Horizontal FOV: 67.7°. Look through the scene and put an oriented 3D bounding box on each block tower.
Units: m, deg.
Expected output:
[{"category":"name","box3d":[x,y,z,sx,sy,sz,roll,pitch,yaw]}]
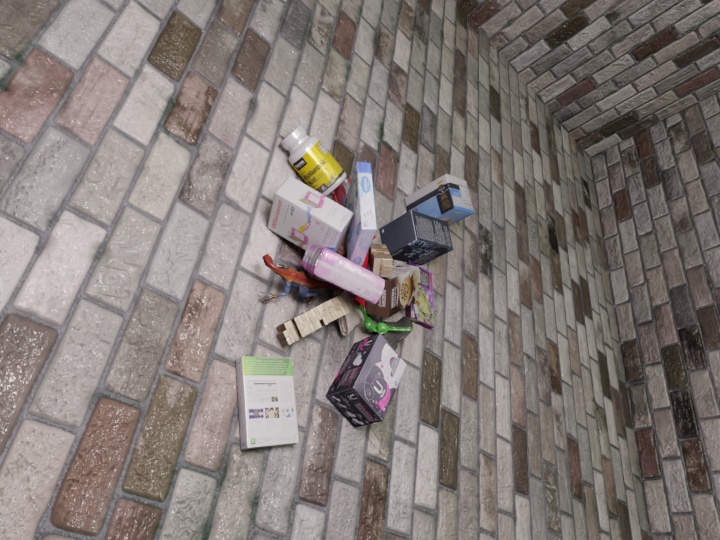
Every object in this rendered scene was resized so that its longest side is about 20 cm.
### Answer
[{"category":"block tower","box3d":[0.056,-0.030,1.564,0.200,0.057,0.055,-97,-168,-74]},{"category":"block tower","box3d":[-0.119,0.124,1.368,0.198,0.058,0.055,-27,92,-32]}]

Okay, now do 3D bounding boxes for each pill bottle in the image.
[{"category":"pill bottle","box3d":[-0.141,-0.322,1.576,0.201,0.111,0.112,49,43,-16]}]

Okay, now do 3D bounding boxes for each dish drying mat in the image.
[{"category":"dish drying mat","box3d":[0.000,0.000,1.508,0.077,0.018,0.204,49,41,-60]}]

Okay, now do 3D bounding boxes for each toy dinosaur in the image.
[{"category":"toy dinosaur","box3d":[-0.166,0.008,1.359,0.182,0.197,0.106,62,11,-59]}]

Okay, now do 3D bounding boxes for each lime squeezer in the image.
[{"category":"lime squeezer","box3d":[0.055,0.148,1.529,0.198,0.071,0.038,27,25,-28]}]

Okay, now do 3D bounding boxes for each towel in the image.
[{"category":"towel","box3d":[-0.029,0.064,1.496,0.132,0.034,0.204,-32,116,-60]}]

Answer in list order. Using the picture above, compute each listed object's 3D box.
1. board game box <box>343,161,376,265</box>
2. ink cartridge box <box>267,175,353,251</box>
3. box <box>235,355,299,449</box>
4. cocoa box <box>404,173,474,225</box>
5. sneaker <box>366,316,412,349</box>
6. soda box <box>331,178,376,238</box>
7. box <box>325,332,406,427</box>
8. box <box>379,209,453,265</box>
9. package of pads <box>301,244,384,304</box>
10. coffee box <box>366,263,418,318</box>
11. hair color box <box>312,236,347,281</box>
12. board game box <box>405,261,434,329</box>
[{"category":"board game box","box3d":[-0.004,-0.142,1.418,0.043,0.201,0.202,2,63,-11]},{"category":"ink cartridge box","box3d":[-0.135,-0.132,1.406,0.198,0.145,0.085,31,51,3]},{"category":"box","box3d":[-0.215,0.302,1.240,0.143,0.036,0.204,12,64,-43]},{"category":"cocoa box","box3d":[0.278,-0.230,1.903,0.132,0.199,0.134,4,67,-45]},{"category":"sneaker","box3d":[0.089,0.182,1.596,0.091,0.076,0.200,51,38,-1]},{"category":"soda box","box3d":[-0.024,-0.180,1.663,0.069,0.063,0.203,-10,79,-47]},{"category":"box","box3d":[0.022,0.292,1.433,0.133,0.114,0.201,49,43,-16]},{"category":"box","box3d":[0.187,-0.105,1.783,0.198,0.147,0.109,11,62,-42]},{"category":"package of pads","box3d":[-0.044,0.007,1.356,0.198,0.120,0.077,27,91,-25]},{"category":"coffee box","box3d":[0.098,0.056,1.608,0.199,0.079,0.115,-22,118,-57]},{"category":"hair color box","box3d":[-0.080,-0.057,1.536,0.102,0.061,0.202,49,42,-29]},{"category":"board game box","box3d":[0.197,0.083,1.791,0.119,0.032,0.203,22,56,-33]}]
